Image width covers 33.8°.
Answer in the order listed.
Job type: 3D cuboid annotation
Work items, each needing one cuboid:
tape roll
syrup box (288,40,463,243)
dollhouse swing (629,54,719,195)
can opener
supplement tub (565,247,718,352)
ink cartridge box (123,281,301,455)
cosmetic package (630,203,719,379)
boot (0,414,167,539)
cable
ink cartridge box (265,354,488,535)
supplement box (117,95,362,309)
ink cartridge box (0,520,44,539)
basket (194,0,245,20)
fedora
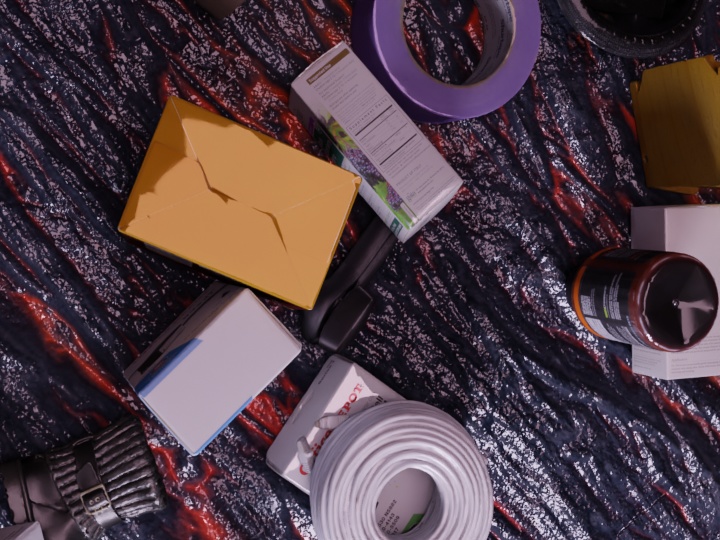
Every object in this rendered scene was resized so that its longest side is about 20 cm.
[{"bbox_3d":[0.094,-0.267,1.311,0.197,0.085,0.204,-1,92,-17],"label":"tape roll"},{"bbox_3d":[0.013,-0.136,1.267,0.081,0.079,0.200,-40,86,-12],"label":"syrup box"},{"bbox_3d":[0.447,-0.163,1.365,0.173,0.200,0.185,-13,96,-15],"label":"dollhouse swing"},{"bbox_3d":[0.000,0.000,1.309,0.078,0.064,0.201,30,72,10],"label":"can opener"},{"bbox_3d":[0.306,0.028,1.330,0.105,0.200,0.109,-1,94,-17],"label":"supplement tub"},{"bbox_3d":[-0.155,0.091,1.188,0.145,0.200,0.084,-45,102,-10],"label":"ink cartridge box"},{"bbox_3d":[0.388,0.023,1.416,0.106,0.085,0.204,-1,92,-18],"label":"cosmetic package"},{"bbox_3d":[-0.271,0.269,1.222,0.156,0.079,0.215,-15,96,-16],"label":"boot"},{"bbox_3d":[0.045,0.237,1.236,0.197,0.069,0.203,-13,96,-16],"label":"cable"},{"bbox_3d":[0.017,0.209,1.307,0.199,0.084,0.146,36,82,-15],"label":"ink cartridge box"},{"bbox_3d":[-0.122,-0.058,1.176,0.195,0.200,0.135,22,85,-7],"label":"supplement box"},{"bbox_3d":[-0.395,0.340,1.141,0.197,0.084,0.148,-14,96,11],"label":"ink cartridge box"},{"bbox_3d":[-0.172,-0.367,1.200,0.181,0.136,0.200,-47,108,-16],"label":"basket"},{"bbox_3d":[0.298,-0.333,1.367,0.197,0.091,0.204,-1,93,-18],"label":"fedora"}]
